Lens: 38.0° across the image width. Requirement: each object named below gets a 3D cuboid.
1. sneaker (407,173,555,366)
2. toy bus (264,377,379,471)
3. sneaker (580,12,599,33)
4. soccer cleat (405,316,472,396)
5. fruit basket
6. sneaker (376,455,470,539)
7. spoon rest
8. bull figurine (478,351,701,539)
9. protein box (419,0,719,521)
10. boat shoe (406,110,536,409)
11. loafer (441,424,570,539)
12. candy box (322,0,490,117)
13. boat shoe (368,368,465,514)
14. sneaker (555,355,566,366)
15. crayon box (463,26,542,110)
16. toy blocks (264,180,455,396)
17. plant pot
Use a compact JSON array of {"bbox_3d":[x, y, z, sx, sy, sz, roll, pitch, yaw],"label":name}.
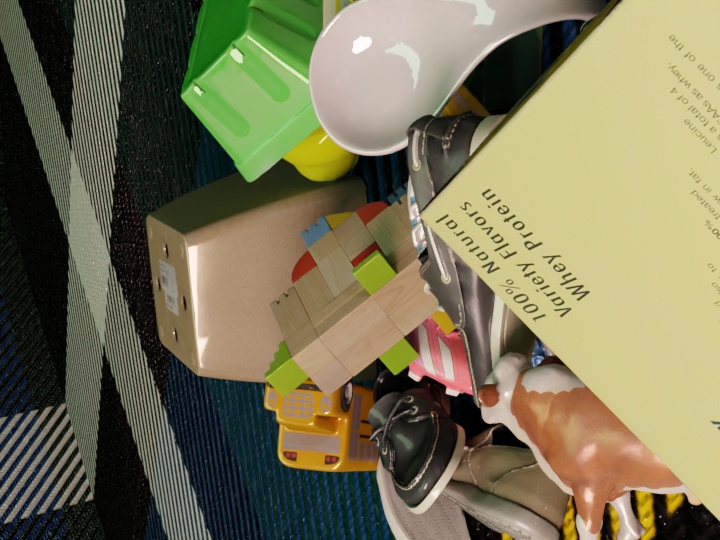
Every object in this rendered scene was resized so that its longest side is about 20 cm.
[{"bbox_3d":[0.082,-0.004,0.718,0.087,0.074,0.202,-105,-8,-69],"label":"sneaker"},{"bbox_3d":[-0.022,0.133,0.914,0.200,0.064,0.080,31,-116,-70],"label":"toy bus"},{"bbox_3d":[0.183,-0.123,0.489,0.199,0.086,0.077,-23,77,63],"label":"sneaker"},{"bbox_3d":[0.053,0.042,0.861,0.199,0.066,0.078,32,101,50],"label":"soccer cleat"},{"bbox_3d":[-0.047,-0.165,0.907,0.155,0.214,0.219,-33,67,35],"label":"fruit basket"},{"bbox_3d":[0.054,0.260,0.926,0.202,0.073,0.116,64,148,27],"label":"sneaker"},{"bbox_3d":[0.053,-0.140,0.653,0.197,0.060,0.101,-18,85,22],"label":"spoon rest"},{"bbox_3d":[0.155,0.101,0.578,0.197,0.065,0.124,-8,101,33],"label":"bull figurine"},{"bbox_3d":[0.166,-0.034,0.413,0.198,0.135,0.200,44,149,0],"label":"protein box"},{"bbox_3d":[0.071,-0.001,0.648,0.067,0.072,0.203,5,121,30],"label":"boat shoe"},{"bbox_3d":[0.107,0.158,0.797,0.070,0.075,0.200,-57,16,-9],"label":"loafer"},{"bbox_3d":[0.041,-0.123,0.743,0.201,0.026,0.102,51,168,13],"label":"candy box"},{"bbox_3d":[0.036,0.122,0.824,0.075,0.066,0.200,-51,7,15],"label":"boat shoe"},{"bbox_3d":[0.144,-0.004,0.654,0.080,0.075,0.204,-144,47,-79],"label":"sneaker"},{"bbox_3d":[0.073,-0.224,0.723,0.125,0.051,0.204,34,129,57],"label":"crayon box"},{"bbox_3d":[0.000,0.000,0.832,0.100,0.199,0.137,49,-175,-36],"label":"toy blocks"},{"bbox_3d":[-0.109,0.008,1.053,0.199,0.174,0.204,24,122,60],"label":"plant pot"}]
